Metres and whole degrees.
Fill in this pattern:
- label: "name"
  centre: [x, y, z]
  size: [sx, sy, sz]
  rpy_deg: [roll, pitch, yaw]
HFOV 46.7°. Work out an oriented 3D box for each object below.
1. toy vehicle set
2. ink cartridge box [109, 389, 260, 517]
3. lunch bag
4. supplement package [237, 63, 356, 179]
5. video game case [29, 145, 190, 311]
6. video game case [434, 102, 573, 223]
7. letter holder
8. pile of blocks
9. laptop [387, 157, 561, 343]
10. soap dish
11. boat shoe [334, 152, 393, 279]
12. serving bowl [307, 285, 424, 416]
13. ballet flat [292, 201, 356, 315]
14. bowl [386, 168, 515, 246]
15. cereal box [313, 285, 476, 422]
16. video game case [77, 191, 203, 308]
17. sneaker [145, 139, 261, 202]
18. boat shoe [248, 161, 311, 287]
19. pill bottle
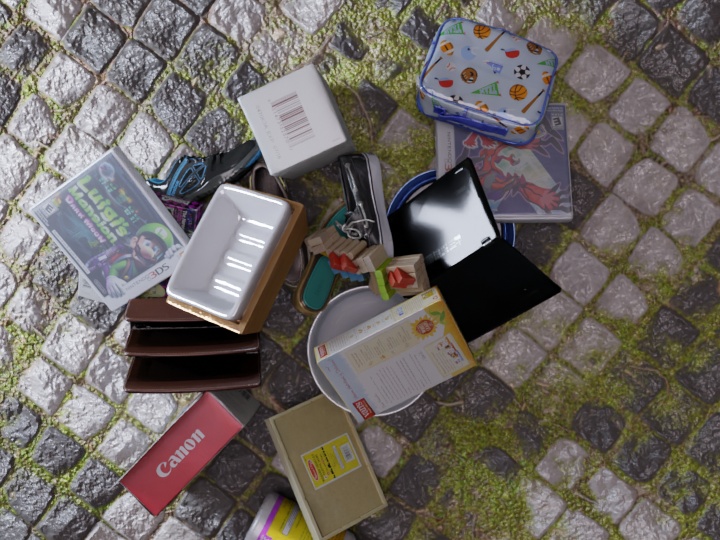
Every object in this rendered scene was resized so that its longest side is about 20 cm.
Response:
- label: "toy vehicle set"
  centre: [-0.052, 0.295, 1.278]
  size: [0.124, 0.027, 0.201]
  rpy_deg: [-20, 82, -26]
- label: "ink cartridge box"
  centre: [-0.262, 0.265, 1.263]
  size: [0.084, 0.176, 0.200]
  rpy_deg: [44, 96, -1]
- label: "lunch bag"
  centre: [0.180, -0.273, 1.219]
  size: [0.199, 0.076, 0.161]
  rpy_deg: [18, 72, 6]
- label: "supplement package"
  centre: [-0.085, -0.208, 1.203]
  size: [0.117, 0.200, 0.117]
  rpy_deg: [-24, 92, 5]
- label: "video game case"
  centre: [-0.367, -0.057, 1.243]
  size: [0.181, 0.023, 0.200]
  rpy_deg: [-29, 107, 21]
- label: "video game case"
  centre: [0.212, -0.161, 1.241]
  size: [0.199, 0.023, 0.183]
  rpy_deg: [-1, 79, -1]
- label: "letter holder"
  centre: [-0.248, 0.110, 1.239]
  size: [0.199, 0.142, 0.101]
  rpy_deg: [-1, 109, -7]
- label: "pile of blocks"
  centre: [0.000, 0.000, 1.189]
  size: [0.199, 0.062, 0.083]
  rpy_deg: [20, 123, 20]
- label: "laptop"
  centre: [0.154, -0.022, 1.209]
  size: [0.187, 0.116, 0.201]
  rpy_deg: [-35, 63, 37]
- label: "soap dish"
  centre: [-0.173, -0.016, 1.196]
  size: [0.157, 0.081, 0.201]
  rpy_deg: [18, 77, 33]
- label: "boat shoe"
  centre: [0.002, -0.074, 1.234]
  size: [0.068, 0.074, 0.201]
  rpy_deg: [-7, 94, -21]
- label: "serving bowl"
  centre: [0.020, 0.120, 1.286]
  size: [0.199, 0.066, 0.202]
  rpy_deg: [0, 94, 4]
- label: "ballet flat"
  centre: [-0.052, -0.022, 1.277]
  size: [0.068, 0.063, 0.201]
  rpy_deg: [34, 69, -15]
- label: "bowl"
  centre: [0.135, -0.057, 1.278]
  size: [0.199, 0.039, 0.202]
  rpy_deg: [0, 94, 4]
- label: "cereal box"
  centre: [0.051, 0.124, 1.198]
  size: [0.199, 0.040, 0.144]
  rpy_deg: [-26, 125, 6]
- label: "video game case"
  centre: [-0.342, -0.030, 1.285]
  size: [0.180, 0.036, 0.201]
  rpy_deg: [14, 116, 4]
- label: "sneaker"
  centre: [-0.243, -0.151, 1.282]
  size: [0.199, 0.073, 0.082]
  rpy_deg: [-32, 92, 6]
- label: "boat shoe"
  centre: [-0.127, -0.069, 1.286]
  size: [0.071, 0.060, 0.201]
  rpy_deg: [-14, 93, 5]
- label: "pill bottle"
  centre: [-0.077, 0.434, 1.297]
  size: [0.199, 0.104, 0.105]
  rpy_deg: [26, 96, 2]
